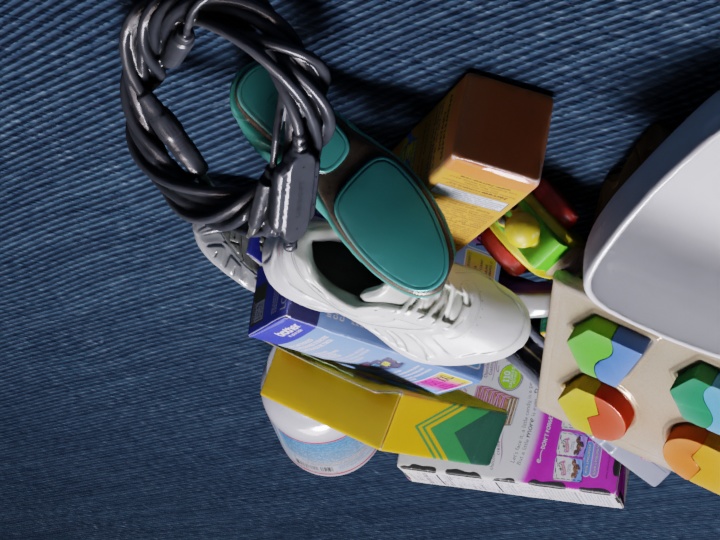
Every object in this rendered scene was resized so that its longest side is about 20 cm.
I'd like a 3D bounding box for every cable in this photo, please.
[{"bbox_3d":[-0.090,-0.110,1.419,0.163,0.051,0.200,32,140,25],"label":"cable"}]

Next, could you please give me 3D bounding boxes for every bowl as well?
[{"bbox_3d":[0.255,-0.036,1.393,0.200,0.075,0.200,20,132,-26],"label":"bowl"}]

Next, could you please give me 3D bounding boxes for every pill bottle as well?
[{"bbox_3d":[-0.036,0.119,2.065,0.108,0.109,0.200,9,162,8],"label":"pill bottle"}]

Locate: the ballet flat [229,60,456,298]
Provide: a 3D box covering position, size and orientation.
[{"bbox_3d":[-0.009,-0.063,1.475,0.200,0.067,0.070,46,178,1],"label":"ballet flat"}]

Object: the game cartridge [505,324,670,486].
[{"bbox_3d":[0.175,0.097,1.833,0.200,0.041,0.133,44,180,36],"label":"game cartridge"}]

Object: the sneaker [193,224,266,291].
[{"bbox_3d":[-0.045,-0.003,1.736,0.200,0.078,0.099,22,171,-15],"label":"sneaker"}]

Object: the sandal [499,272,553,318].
[{"bbox_3d":[0.117,0.005,1.719,0.082,0.050,0.203,-2,-174,-24],"label":"sandal"}]

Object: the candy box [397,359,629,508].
[{"bbox_3d":[0.143,0.129,1.942,0.199,0.137,0.061,7,162,16],"label":"candy box"}]

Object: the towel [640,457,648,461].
[{"bbox_3d":[0.323,0.109,1.761,0.146,0.030,0.200,1,-158,28],"label":"towel"}]

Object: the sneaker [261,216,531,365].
[{"bbox_3d":[0.030,0.018,1.531,0.200,0.078,0.099,17,175,-9],"label":"sneaker"}]

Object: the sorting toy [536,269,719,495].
[{"bbox_3d":[0.215,0.094,1.600,0.185,0.037,0.200,24,151,16],"label":"sorting toy"}]

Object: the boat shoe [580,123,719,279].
[{"bbox_3d":[0.200,-0.036,1.513,0.063,0.073,0.200,15,161,-5],"label":"boat shoe"}]

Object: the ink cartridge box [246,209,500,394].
[{"bbox_3d":[0.000,0.000,1.636,0.200,0.137,0.076,18,159,-22],"label":"ink cartridge box"}]

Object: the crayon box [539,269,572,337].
[{"bbox_3d":[0.258,0.047,1.751,0.200,0.058,0.119,1,160,28],"label":"crayon box"}]

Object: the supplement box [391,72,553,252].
[{"bbox_3d":[0.066,-0.068,1.508,0.069,0.067,0.200,15,161,-11],"label":"supplement box"}]

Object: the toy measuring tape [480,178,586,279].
[{"bbox_3d":[0.131,-0.031,1.612,0.073,0.074,0.200,6,179,16],"label":"toy measuring tape"}]

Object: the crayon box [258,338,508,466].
[{"bbox_3d":[0.012,0.103,1.727,0.127,0.051,0.200,23,-176,35],"label":"crayon box"}]
